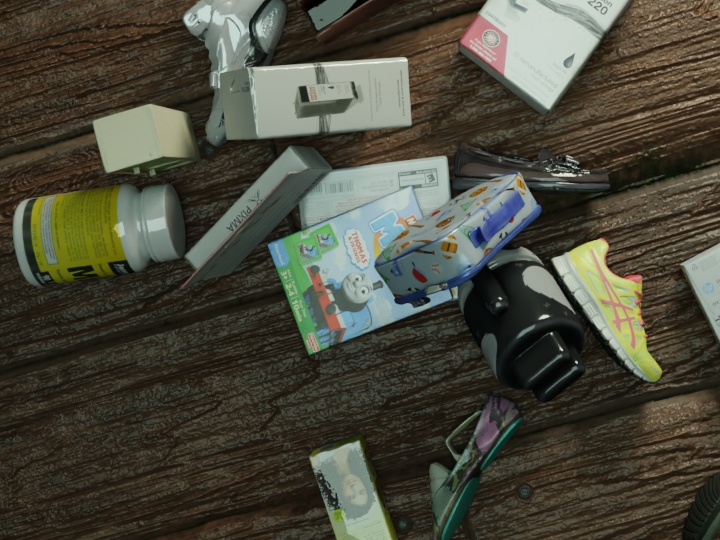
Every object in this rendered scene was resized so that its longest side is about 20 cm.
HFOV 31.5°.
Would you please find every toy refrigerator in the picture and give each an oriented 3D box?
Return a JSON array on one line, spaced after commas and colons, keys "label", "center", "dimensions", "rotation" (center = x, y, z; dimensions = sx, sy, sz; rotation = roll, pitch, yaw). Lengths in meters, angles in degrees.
[{"label": "toy refrigerator", "center": [-0.258, -0.155, 1.570], "dimensions": [0.075, 0.200, 0.071], "rotation": [-15, 93, 6]}]

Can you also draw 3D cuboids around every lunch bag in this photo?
[{"label": "lunch bag", "center": [0.117, -0.036, 1.506], "dimensions": [0.159, 0.200, 0.076], "rotation": [-21, 105, 47]}]

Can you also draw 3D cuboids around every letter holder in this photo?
[{"label": "letter holder", "center": [0.007, -0.376, 1.558], "dimensions": [0.198, 0.142, 0.102], "rotation": [-29, 91, 6]}]

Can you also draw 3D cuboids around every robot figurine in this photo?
[{"label": "robot figurine", "center": [0.197, 0.059, 1.549], "dimensions": [0.123, 0.201, 0.152], "rotation": [-13, 137, -14]}]

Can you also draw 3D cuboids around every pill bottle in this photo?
[{"label": "pill bottle", "center": [-0.330, -0.049, 1.627], "dimensions": [0.196, 0.114, 0.116], "rotation": [-8, 93, 7]}]

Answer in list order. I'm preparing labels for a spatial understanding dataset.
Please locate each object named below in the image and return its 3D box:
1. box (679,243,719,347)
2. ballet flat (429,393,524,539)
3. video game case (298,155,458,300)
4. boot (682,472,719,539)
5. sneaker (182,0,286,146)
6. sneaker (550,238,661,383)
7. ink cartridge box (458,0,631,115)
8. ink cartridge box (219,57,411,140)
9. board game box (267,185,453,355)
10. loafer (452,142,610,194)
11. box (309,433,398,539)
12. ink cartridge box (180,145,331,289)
[{"label": "box", "center": [0.512, 0.048, 1.589], "dimensions": [0.154, 0.041, 0.202], "rotation": [-28, 92, 6]}, {"label": "ballet flat", "center": [0.132, 0.247, 1.633], "dimensions": [0.071, 0.069, 0.202], "rotation": [32, 92, 21]}, {"label": "video game case", "center": [0.024, -0.044, 1.640], "dimensions": [0.196, 0.023, 0.185], "rotation": [-6, 93, 5]}, {"label": "boot", "center": [0.502, 0.292, 1.597], "dimensions": [0.130, 0.068, 0.202], "rotation": [31, 98, -3]}, {"label": "sneaker", "center": [-0.179, -0.267, 1.620], "dimensions": [0.113, 0.075, 0.203], "rotation": [24, 91, 4]}, {"label": "sneaker", "center": [0.325, 0.049, 1.590], "dimensions": [0.090, 0.078, 0.201], "rotation": [-35, 92, 0]}, {"label": "ink cartridge box", "center": [0.233, -0.316, 1.570], "dimensions": [0.145, 0.085, 0.201], "rotation": [36, 95, 2]}, {"label": "ink cartridge box", "center": [-0.056, -0.206, 1.538], "dimensions": [0.197, 0.146, 0.084], "rotation": [-7, 98, -20]}, {"label": "board game box", "center": [0.000, 0.000, 1.615], "dimensions": [0.197, 0.037, 0.153], "rotation": [-22, 91, 5]}, {"label": "loafer", "center": [0.213, -0.129, 1.593], "dimensions": [0.196, 0.072, 0.064], "rotation": [1, 90, 8]}, {"label": "box", "center": [0.000, 0.321, 1.653], "dimensions": [0.074, 0.050, 0.203], "rotation": [-20, 92, 7]}, {"label": "ink cartridge box", "center": [-0.137, -0.069, 1.562], "dimensions": [0.200, 0.176, 0.045], "rotation": [-45, 83, 14]}]
